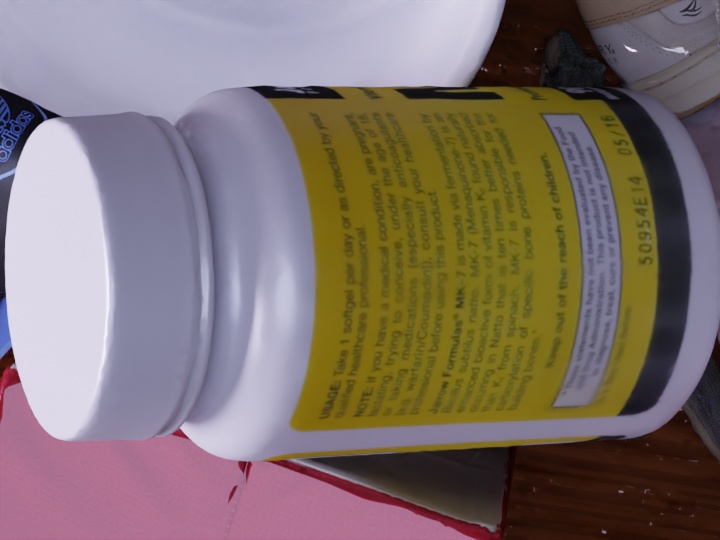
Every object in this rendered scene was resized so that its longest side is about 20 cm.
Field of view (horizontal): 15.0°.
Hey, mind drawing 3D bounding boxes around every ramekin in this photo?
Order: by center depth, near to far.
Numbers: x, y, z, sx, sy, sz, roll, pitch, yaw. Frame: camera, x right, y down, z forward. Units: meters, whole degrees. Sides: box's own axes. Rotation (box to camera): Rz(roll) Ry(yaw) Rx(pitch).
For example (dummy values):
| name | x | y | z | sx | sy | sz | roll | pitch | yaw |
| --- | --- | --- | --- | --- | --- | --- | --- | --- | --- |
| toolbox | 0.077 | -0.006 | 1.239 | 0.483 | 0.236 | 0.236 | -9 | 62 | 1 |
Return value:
| name | x | y | z | sx | sy | sz | roll | pitch | yaw |
| --- | --- | --- | --- | --- | --- | --- | --- | --- | --- |
| ramekin | -0.044 | -0.133 | 0.905 | 0.199 | 0.098 | 0.201 | 5 | 122 | 8 |

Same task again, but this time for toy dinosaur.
| name | x | y | z | sx | sy | sz | roll | pitch | yaw |
| --- | --- | --- | --- | --- | --- | --- | --- | --- | --- |
| toy dinosaur | 0.094 | 0.018 | 0.960 | 0.088 | 0.047 | 0.200 | -39 | 79 | 48 |

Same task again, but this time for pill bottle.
| name | x | y | z | sx | sy | sz | roll | pitch | yaw |
| --- | --- | --- | --- | --- | --- | --- | --- | --- | --- |
| pill bottle | 0.000 | 0.000 | 0.840 | 0.199 | 0.114 | 0.115 | -2 | 105 | -26 |

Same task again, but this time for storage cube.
| name | x | y | z | sx | sy | sz | roll | pitch | yaw |
| --- | --- | --- | --- | --- | --- | --- | --- | --- | --- |
| storage cube | -0.053 | 0.129 | 0.945 | 0.170 | 0.200 | 0.181 | 18 | 98 | 3 |

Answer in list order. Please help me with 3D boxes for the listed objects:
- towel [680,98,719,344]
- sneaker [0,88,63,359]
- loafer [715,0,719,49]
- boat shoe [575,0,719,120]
| name | x | y | z | sx | sy | sz | roll | pitch | yaw |
| --- | --- | --- | --- | --- | --- | --- | --- | --- | --- |
| towel | 0.198 | -0.033 | 0.875 | 0.190 | 0.200 | 0.032 | -23 | 121 | 14 |
| sneaker | -0.142 | -0.008 | 0.941 | 0.078 | 0.070 | 0.200 | 37 | 145 | -14 |
| loafer | 0.105 | -0.143 | 0.845 | 0.069 | 0.075 | 0.201 | -18 | 110 | 25 |
| boat shoe | 0.157 | -0.131 | 0.917 | 0.200 | 0.074 | 0.069 | -37 | 102 | 14 |
